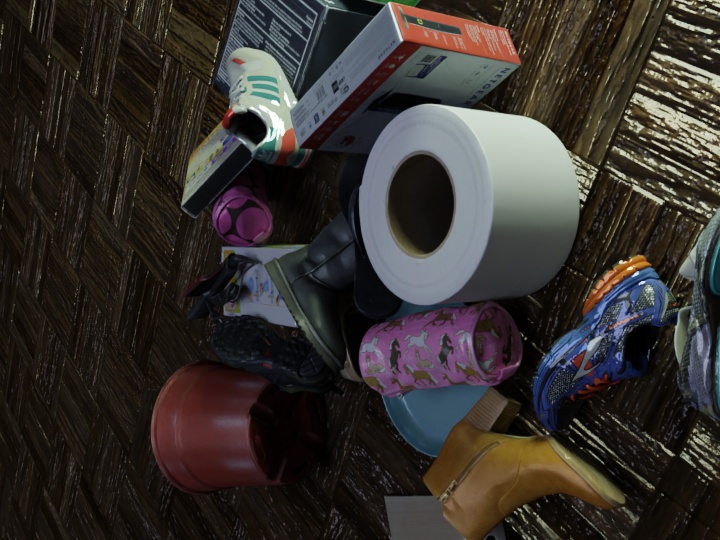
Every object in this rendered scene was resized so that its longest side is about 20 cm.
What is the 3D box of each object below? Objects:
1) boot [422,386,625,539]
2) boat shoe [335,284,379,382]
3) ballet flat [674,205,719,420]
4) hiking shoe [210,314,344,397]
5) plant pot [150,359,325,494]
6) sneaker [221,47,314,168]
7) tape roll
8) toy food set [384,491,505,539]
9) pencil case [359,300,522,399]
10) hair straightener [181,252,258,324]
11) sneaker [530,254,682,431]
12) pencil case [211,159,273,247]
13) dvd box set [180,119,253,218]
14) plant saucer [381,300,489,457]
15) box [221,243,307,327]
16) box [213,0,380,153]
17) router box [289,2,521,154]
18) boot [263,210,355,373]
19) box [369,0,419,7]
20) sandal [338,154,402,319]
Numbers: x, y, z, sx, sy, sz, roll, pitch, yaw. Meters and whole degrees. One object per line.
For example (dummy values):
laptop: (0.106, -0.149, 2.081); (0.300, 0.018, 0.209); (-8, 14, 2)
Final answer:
boot: (0.160, 0.227, 0.871); (0.201, 0.070, 0.145); (37, 99, 45)
boat shoe: (-0.001, 0.041, 1.088); (0.064, 0.070, 0.203); (-177, 84, -67)
ballet flat: (0.302, 0.024, 0.726); (0.072, 0.071, 0.203); (11, 99, 50)
hiking shoe: (-0.117, 0.126, 1.133); (0.198, 0.076, 0.101); (16, 146, 35)
plant pot: (-0.167, 0.229, 1.232); (0.194, 0.199, 0.204); (-8, 86, 43)
sneaker: (-0.135, -0.208, 1.047); (0.071, 0.093, 0.201); (-52, 57, 37)
tape roll: (0.111, -0.068, 0.901); (0.201, 0.138, 0.206); (4, 95, 50)
toy food set: (0.104, 0.334, 1.002); (0.199, 0.060, 0.145); (-26, 72, 58)
pencil case: (0.085, 0.090, 0.945); (0.087, 0.083, 0.199); (47, 144, -20)
hair straightener: (-0.195, 0.035, 1.199); (0.199, 0.041, 0.078); (-31, 68, 47)
sneaker: (0.231, 0.084, 0.812); (0.079, 0.075, 0.201); (48, 128, 34)
pencil case: (-0.168, -0.102, 1.227); (0.090, 0.094, 0.201); (-31, 26, 8)
dvd box set: (-0.196, -0.171, 1.218); (0.146, 0.029, 0.201); (-43, 24, 14)
plant saucer: (0.093, 0.121, 1.020); (0.199, 0.027, 0.203); (2, 92, 51)
box: (-0.101, 0.016, 1.188); (0.199, 0.111, 0.103); (4, 96, 52)
box: (-0.082, -0.294, 1.142); (0.200, 0.122, 0.200); (48, 128, 36)
router box: (0.047, -0.202, 0.942); (0.200, 0.178, 0.049); (-37, 63, 46)
boot: (0.000, 0.000, 1.030); (0.183, 0.199, 0.073); (58, 175, 17)
box: (0.048, -0.448, 0.995); (0.176, 0.096, 0.202); (-37, 63, 45)
sandal: (0.017, -0.047, 0.983); (0.075, 0.043, 0.203); (-11, 71, 6)
